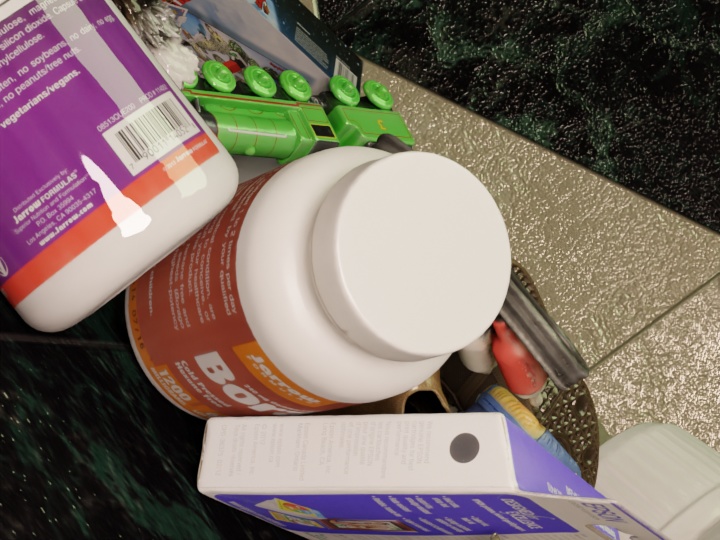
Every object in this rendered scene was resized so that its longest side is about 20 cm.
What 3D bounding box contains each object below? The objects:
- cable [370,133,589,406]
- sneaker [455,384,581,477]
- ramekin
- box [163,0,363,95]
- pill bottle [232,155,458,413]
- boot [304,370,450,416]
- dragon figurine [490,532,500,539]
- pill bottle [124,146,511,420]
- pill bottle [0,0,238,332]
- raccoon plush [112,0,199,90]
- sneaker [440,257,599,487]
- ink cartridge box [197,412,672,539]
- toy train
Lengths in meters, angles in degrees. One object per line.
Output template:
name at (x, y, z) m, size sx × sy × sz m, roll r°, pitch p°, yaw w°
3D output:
cable at (0.053, 0.011, 0.965) m, size 0.097 × 0.050 × 0.200 m, roll 45°, pitch -1°, yaw 33°
sneaker at (0.060, 0.123, 1.107) m, size 0.075 × 0.088 × 0.200 m, roll 50°, pitch -15°, yaw 5°
ramekin at (0.179, 0.191, 1.322) m, size 0.094 × 0.202 × 0.202 m, roll 43°, pitch 3°, yaw 25°
box at (-0.112, -0.148, 1.205) m, size 0.200 × 0.136 × 0.038 m, roll 40°, pitch 44°, yaw -40°
pill bottle at (-0.012, 0.009, 1.249) m, size 0.200 × 0.114 × 0.114 m, roll 50°, pitch 8°, yaw -23°
boot at (0.008, 0.084, 1.053) m, size 0.200 × 0.073 × 0.076 m, roll 101°, pitch -31°, yaw -62°
dragon figurine at (0.035, 0.178, 0.939) m, size 0.200 × 0.099 × 0.059 m, roll 75°, pitch -11°, yaw -72°
pill bottle at (-0.021, 0.007, 0.885) m, size 0.112 × 0.112 × 0.200 m, roll 51°, pitch -27°, yaw -12°
pill bottle at (-0.149, -0.080, 0.828) m, size 0.200 × 0.112 × 0.112 m, roll 52°, pitch 8°, yaw -3°
raccoon plush at (-0.142, -0.171, 0.872) m, size 0.200 × 0.097 × 0.134 m, roll 57°, pitch 26°, yaw 8°
sneaker at (0.088, 0.070, 1.209) m, size 0.075 × 0.070 × 0.201 m, roll 9°, pitch -51°, yaw 42°
ink cartridge box at (0.053, 0.109, 0.948) m, size 0.198 × 0.199 × 0.044 m, roll 39°, pitch 54°, yaw -63°
toy train at (-0.046, -0.086, 1.144) m, size 0.200 × 0.042 × 0.057 m, roll 0°, pitch 54°, yaw -47°
